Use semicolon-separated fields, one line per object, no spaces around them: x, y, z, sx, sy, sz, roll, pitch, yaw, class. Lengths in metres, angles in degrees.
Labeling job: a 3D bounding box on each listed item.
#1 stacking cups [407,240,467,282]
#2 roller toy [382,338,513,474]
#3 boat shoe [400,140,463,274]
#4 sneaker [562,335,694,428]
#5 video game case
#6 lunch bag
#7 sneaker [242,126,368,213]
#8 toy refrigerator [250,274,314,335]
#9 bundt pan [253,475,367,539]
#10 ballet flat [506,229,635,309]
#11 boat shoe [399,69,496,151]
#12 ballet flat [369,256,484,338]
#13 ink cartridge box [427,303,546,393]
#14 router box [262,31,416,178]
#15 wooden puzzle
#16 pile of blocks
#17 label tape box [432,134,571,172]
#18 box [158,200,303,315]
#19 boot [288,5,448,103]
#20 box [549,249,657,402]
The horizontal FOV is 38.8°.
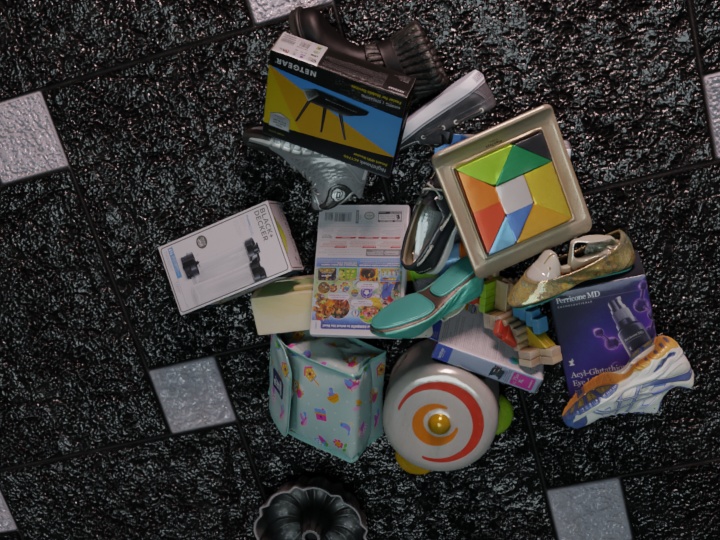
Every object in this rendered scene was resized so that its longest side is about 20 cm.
0.136;-0.014;1.548;0.197;0.061;0.061;-5;110;11;stacking cups
0.124;0.212;1.596;0.198;0.140;0.184;-22;106;16;roller toy
0.112;-0.090;1.469;0.075;0.060;0.203;24;103;45;boat shoe
0.387;0.183;1.471;0.199;0.075;0.088;-36;103;19;sneaker
0.000;0.000;1.532;0.141;0.018;0.203;1;75;12;video game case
-0.067;0.183;1.618;0.198;0.122;0.173;18;122;26;lunch bag
-0.084;-0.144;1.522;0.197;0.075;0.117;10;111;3;sneaker
-0.065;0.044;1.593;0.197;0.076;0.071;-6;110;11;toy refrigerator
-0.079;0.435;1.744;0.199;0.076;0.205;3;112;6;bundt pan
0.295;-0.008;1.459;0.197;0.071;0.072;-19;108;-3;ballet flat
0.112;-0.209;1.452;0.199;0.070;0.066;-32;103;38;boat shoe
0.104;0.057;1.478;0.199;0.067;0.071;-33;128;-19;ballet flat
0.184;0.104;1.556;0.198;0.120;0.042;21;130;-1;ink cartridge box
-0.032;-0.227;1.418;0.198;0.051;0.150;20;138;7;router box
0.215;-0.106;1.428;0.183;0.037;0.202;-23;109;0;wooden puzzle
0.217;0.066;1.516;0.200;0.062;0.083;45;133;28;pile of blocks
0.202;-0.120;1.499;0.197;0.063;0.146;4;111;6;label tape box
-0.200;-0.019;1.576;0.198;0.060;0.118;-20;85;15;box
0.013;-0.313;1.440;0.157;0.080;0.212;-28;115;24;boot
0.367;0.089;1.535;0.146;0.105;0.202;-12;109;13;box
